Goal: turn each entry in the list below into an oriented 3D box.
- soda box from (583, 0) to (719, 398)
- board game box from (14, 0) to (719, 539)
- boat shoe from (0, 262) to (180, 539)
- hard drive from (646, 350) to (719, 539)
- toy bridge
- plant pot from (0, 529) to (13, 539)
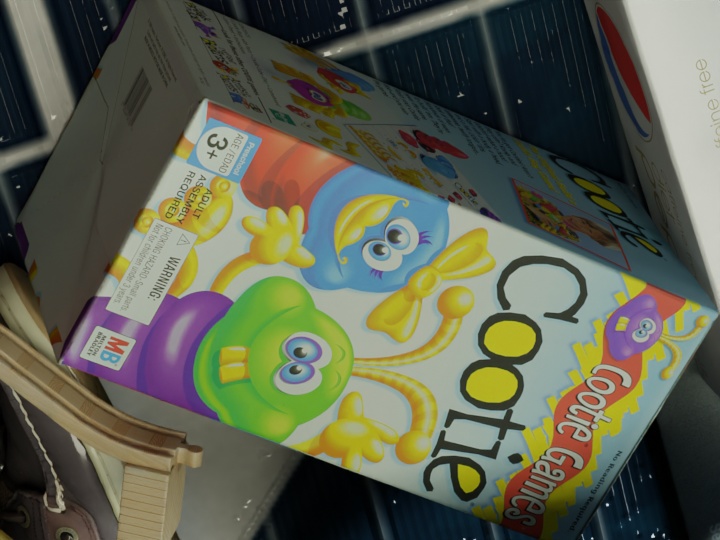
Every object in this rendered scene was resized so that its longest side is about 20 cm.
[{"bbox_3d":[0.127,-0.049,1.026,0.064,0.068,0.200,-21,110,-5],"label":"soda box"},{"bbox_3d":[0.000,0.000,1.012,0.200,0.105,0.103,22,109,-24],"label":"board game box"},{"bbox_3d":[-0.102,0.090,1.050,0.065,0.072,0.200,-24,124,-4],"label":"boat shoe"},{"bbox_3d":[0.206,0.046,1.137,0.200,0.033,0.140,-21,121,-4],"label":"hard drive"},{"bbox_3d":[-0.148,0.041,0.988,0.200,0.027,0.067,11,115,8],"label":"toy bridge"},{"bbox_3d":[-0.174,0.202,1.023,0.200,0.201,0.189,-20,142,-5],"label":"plant pot"}]
